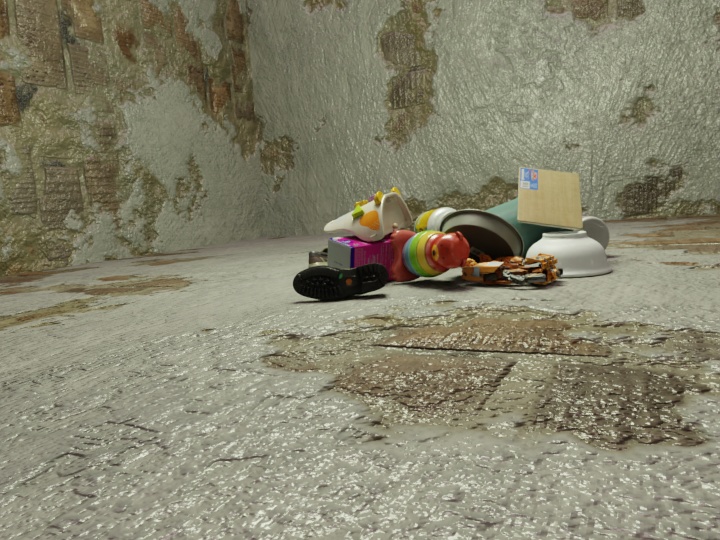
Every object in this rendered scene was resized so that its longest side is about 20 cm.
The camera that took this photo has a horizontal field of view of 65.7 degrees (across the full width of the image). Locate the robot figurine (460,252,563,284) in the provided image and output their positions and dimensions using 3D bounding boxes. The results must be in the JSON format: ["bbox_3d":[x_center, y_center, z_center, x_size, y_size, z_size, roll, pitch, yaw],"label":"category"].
[{"bbox_3d":[0.322,-0.003,1.175,0.199,0.059,0.144,1,9,40],"label":"robot figurine"}]

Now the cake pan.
[{"bbox_3d":[0.271,-0.058,1.279,0.199,0.201,0.037,1,51,37],"label":"cake pan"}]

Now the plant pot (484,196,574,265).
[{"bbox_3d":[0.397,-0.096,1.423,0.195,0.202,0.200,-16,11,-23],"label":"plant pot"}]

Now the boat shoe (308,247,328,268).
[{"bbox_3d":[-0.099,-0.041,1.735,0.071,0.066,0.200,-2,6,29],"label":"boat shoe"}]

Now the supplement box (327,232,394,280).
[{"bbox_3d":[0.028,-0.030,1.360,0.199,0.104,0.101,-8,19,-35],"label":"supplement box"}]

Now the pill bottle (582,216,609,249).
[{"bbox_3d":[0.593,-0.097,1.560,0.111,0.113,0.200,-5,8,-8],"label":"pill bottle"}]

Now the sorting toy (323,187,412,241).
[{"bbox_3d":[0.007,-0.129,1.394,0.179,0.108,0.200,-13,7,28],"label":"sorting toy"}]

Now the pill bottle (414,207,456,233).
[{"bbox_3d":[0.233,-0.122,1.601,0.112,0.114,0.200,-6,3,-11],"label":"pill bottle"}]

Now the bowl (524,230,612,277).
[{"bbox_3d":[0.470,-0.042,1.280,0.199,0.091,0.201,-4,7,0],"label":"bowl"}]

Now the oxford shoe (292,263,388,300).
[{"bbox_3d":[-0.041,0.029,1.167,0.198,0.073,0.084,-1,-9,1],"label":"oxford shoe"}]

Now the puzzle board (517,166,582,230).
[{"bbox_3d":[0.462,-0.178,1.368,0.149,0.017,0.201,8,50,8],"label":"puzzle board"}]

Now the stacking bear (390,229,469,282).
[{"bbox_3d":[0.163,-0.038,1.235,0.113,0.123,0.200,-1,-2,-26],"label":"stacking bear"}]
